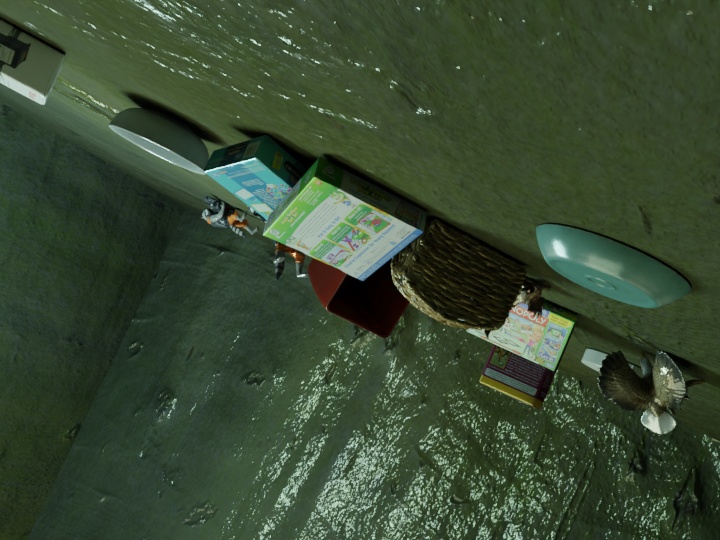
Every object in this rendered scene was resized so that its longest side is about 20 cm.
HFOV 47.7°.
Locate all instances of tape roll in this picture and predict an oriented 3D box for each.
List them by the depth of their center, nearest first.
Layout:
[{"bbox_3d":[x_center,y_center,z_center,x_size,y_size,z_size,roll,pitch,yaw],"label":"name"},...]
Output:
[{"bbox_3d":[0.660,0.255,2.063,0.202,0.037,0.203,25,175,2],"label":"tape roll"}]

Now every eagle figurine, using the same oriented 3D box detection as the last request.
[{"bbox_3d":[0.583,0.231,1.642,0.151,0.152,0.200,47,-166,35],"label":"eagle figurine"}]

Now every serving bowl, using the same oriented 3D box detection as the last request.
[{"bbox_3d":[-0.373,-0.257,1.553,0.199,0.066,0.200,26,176,2],"label":"serving bowl"}]

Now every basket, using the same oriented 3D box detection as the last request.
[{"bbox_3d":[0.148,0.016,1.366,0.199,0.143,0.149,26,175,-16],"label":"basket"}]

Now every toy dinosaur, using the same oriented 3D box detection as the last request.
[{"bbox_3d":[0.273,0.044,1.497,0.200,0.135,0.086,-96,-16,-70],"label":"toy dinosaur"}]

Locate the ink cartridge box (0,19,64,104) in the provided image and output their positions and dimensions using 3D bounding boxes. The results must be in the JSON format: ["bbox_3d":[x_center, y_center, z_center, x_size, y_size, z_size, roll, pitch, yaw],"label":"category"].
[{"bbox_3d":[-0.619,-0.375,1.398,0.199,0.085,0.145,28,175,-22],"label":"ink cartridge box"}]

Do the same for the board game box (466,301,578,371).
[{"bbox_3d":[0.325,0.108,1.656,0.199,0.135,0.029,24,-141,16],"label":"board game box"}]

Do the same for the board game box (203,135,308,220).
[{"bbox_3d":[-0.139,-0.137,1.359,0.151,0.047,0.200,-4,147,47],"label":"board game box"}]

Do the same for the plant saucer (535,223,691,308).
[{"bbox_3d":[0.305,0.001,1.011,0.199,0.036,0.200,25,176,2],"label":"plant saucer"}]

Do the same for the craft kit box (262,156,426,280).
[{"bbox_3d":[-0.028,-0.075,1.306,0.197,0.049,0.200,23,146,-21],"label":"craft kit box"}]

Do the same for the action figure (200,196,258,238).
[{"bbox_3d":[-0.473,-0.184,2.818,0.192,0.105,0.200,13,173,23],"label":"action figure"}]

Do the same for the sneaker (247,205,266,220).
[{"bbox_3d":[-0.219,-0.170,1.898,0.083,0.072,0.200,59,-173,11],"label":"sneaker"}]

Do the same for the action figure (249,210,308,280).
[{"bbox_3d":[-0.213,-0.085,2.044,0.199,0.105,0.194,20,-139,-41],"label":"action figure"}]

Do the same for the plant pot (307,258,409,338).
[{"bbox_3d":[0.000,0.000,1.816,0.200,0.200,0.176,29,-175,-39],"label":"plant pot"}]

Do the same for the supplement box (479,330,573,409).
[{"bbox_3d":[0.359,0.179,1.753,0.130,0.201,0.103,23,176,25],"label":"supplement box"}]
